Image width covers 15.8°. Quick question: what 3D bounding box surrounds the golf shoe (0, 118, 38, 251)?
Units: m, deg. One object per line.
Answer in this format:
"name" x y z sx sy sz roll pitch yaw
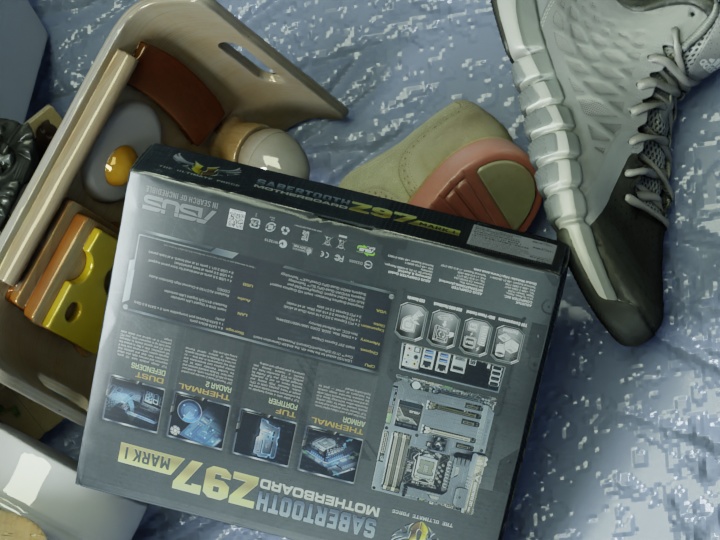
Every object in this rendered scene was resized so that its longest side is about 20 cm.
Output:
"golf shoe" -0.206 0.021 1.223 0.078 0.094 0.201 25 79 31

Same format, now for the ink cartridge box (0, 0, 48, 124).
"ink cartridge box" -0.271 -0.085 1.325 0.199 0.088 0.146 -22 31 16

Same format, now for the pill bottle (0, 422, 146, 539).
"pill bottle" -0.189 0.178 1.229 0.119 0.120 0.201 26 85 27

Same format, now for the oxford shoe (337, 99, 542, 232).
"oxford shoe" 0.000 0.000 1.245 0.200 0.071 0.074 -39 39 8

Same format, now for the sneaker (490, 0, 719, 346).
"sneaker" 0.136 -0.072 1.196 0.115 0.075 0.201 -20 67 13

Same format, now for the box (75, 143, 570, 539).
"box" -0.019 0.043 1.167 0.199 0.051 0.159 13 109 5

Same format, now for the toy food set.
"toy food set" -0.091 -0.018 1.230 0.060 0.143 0.201 25 84 34

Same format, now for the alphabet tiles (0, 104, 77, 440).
"alphabet tiles" -0.201 0.019 1.259 0.200 0.167 0.006 -39 25 -7

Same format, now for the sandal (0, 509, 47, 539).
"sandal" -0.243 0.116 1.139 0.210 0.070 0.078 -1 48 0
